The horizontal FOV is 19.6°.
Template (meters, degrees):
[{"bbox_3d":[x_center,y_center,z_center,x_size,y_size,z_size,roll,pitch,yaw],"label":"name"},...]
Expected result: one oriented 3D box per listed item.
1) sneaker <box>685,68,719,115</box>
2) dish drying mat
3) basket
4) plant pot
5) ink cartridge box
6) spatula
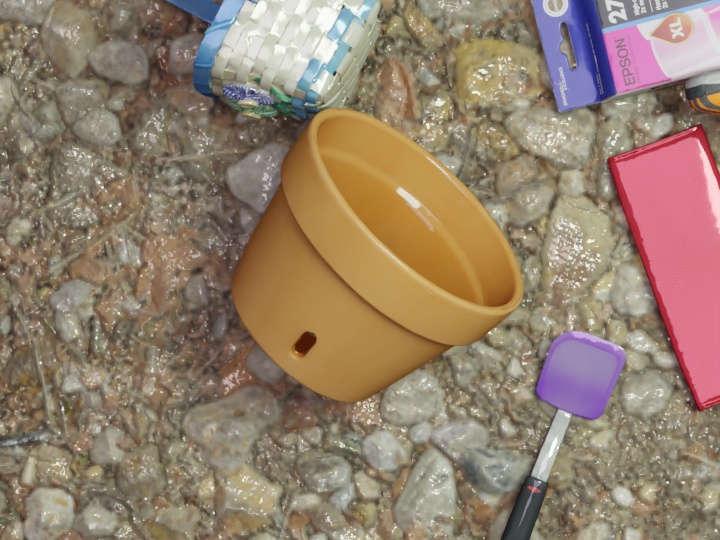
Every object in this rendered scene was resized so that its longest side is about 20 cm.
[{"bbox_3d":[0.327,-0.091,1.482,0.199,0.078,0.113,1,92,-11],"label":"sneaker"},{"bbox_3d":[0.252,-0.002,1.548,0.077,0.018,0.201,-20,86,9],"label":"dish drying mat"},{"bbox_3d":[-0.089,-0.195,1.530,0.200,0.176,0.139,33,86,6],"label":"basket"},{"bbox_3d":[0.000,0.000,1.517,0.200,0.200,0.140,47,115,7],"label":"plant pot"},{"bbox_3d":[0.231,-0.187,1.536,0.199,0.037,0.095,-14,88,11],"label":"ink cartridge box"},{"bbox_3d":[0.139,0.141,1.566,0.056,0.021,0.201,22,94,8],"label":"spatula"}]
